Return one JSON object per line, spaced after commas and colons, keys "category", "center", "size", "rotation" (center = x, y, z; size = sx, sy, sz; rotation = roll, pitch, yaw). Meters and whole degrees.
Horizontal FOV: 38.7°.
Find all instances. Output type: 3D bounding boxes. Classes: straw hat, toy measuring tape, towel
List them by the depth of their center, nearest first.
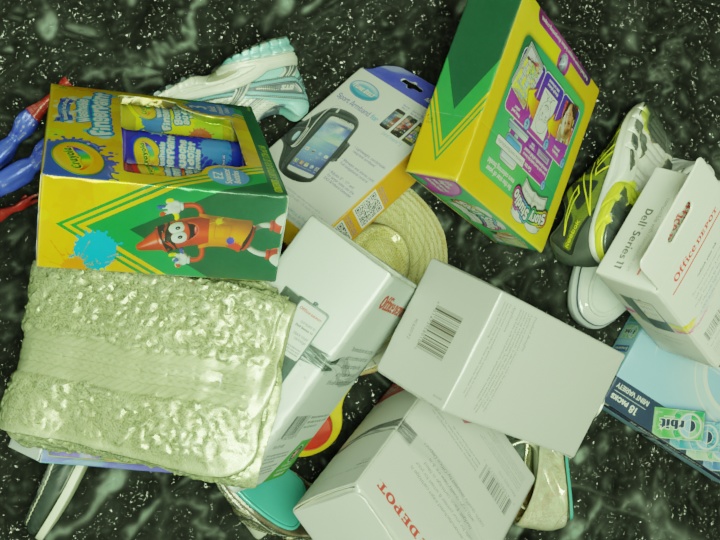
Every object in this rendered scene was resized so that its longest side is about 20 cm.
{"category": "towel", "center": [-0.152, 0.067, 0.728], "size": [0.200, 0.036, 0.149], "rotation": [9, 84, 8]}
{"category": "toy measuring tape", "center": [-0.017, 0.119, 0.926], "size": [0.200, 0.074, 0.074], "rotation": [-19, 93, -13]}
{"category": "straw hat", "center": [0.000, 0.000, 0.927], "size": [0.201, 0.085, 0.201], "rotation": [0, 89, -14]}

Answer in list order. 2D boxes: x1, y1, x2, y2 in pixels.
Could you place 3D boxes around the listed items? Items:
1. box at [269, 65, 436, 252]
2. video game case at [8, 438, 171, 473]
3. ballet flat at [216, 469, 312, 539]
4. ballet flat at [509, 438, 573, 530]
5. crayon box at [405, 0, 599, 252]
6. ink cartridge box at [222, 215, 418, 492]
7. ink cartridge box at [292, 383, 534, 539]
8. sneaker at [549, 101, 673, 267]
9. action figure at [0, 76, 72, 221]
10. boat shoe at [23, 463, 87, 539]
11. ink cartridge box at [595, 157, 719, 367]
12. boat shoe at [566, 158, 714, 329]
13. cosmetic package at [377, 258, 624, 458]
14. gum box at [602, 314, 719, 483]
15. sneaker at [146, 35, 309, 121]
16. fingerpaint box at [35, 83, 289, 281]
{"category": "box", "center": [-0.012, -0.099, 0.915], "size": [0.200, 0.041, 0.119], "rotation": [-42, 54, -12]}
{"category": "video game case", "center": [-0.173, 0.072, 0.846], "size": [0.200, 0.045, 0.181], "rotation": [21, 81, -53]}
{"category": "ballet flat", "center": [-0.053, 0.223, 0.918], "size": [0.200, 0.075, 0.068], "rotation": [25, 42, -13]}
{"category": "ballet flat", "center": [0.166, 0.151, 0.977], "size": [0.062, 0.067, 0.200], "rotation": [-3, 89, -4]}
{"category": "crayon box", "center": [0.133, -0.128, 0.917], "size": [0.200, 0.058, 0.173], "rotation": [30, 80, -55]}
{"category": "ink cartridge box", "center": [-0.049, 0.065, 0.807], "size": [0.083, 0.147, 0.200], "rotation": [38, 91, 13]}
{"category": "ink cartridge box", "center": [0.051, 0.192, 0.883], "size": [0.147, 0.083, 0.200], "rotation": [56, 38, -7]}
{"category": "sneaker", "center": [0.237, -0.085, 0.987], "size": [0.074, 0.085, 0.200], "rotation": [48, 53, -28]}
{"category": "action figure", "center": [-0.310, -0.079, 0.870], "size": [0.200, 0.052, 0.065], "rotation": [-39, 87, -5]}
{"category": "boat shoe", "center": [-0.249, 0.125, 0.869], "size": [0.066, 0.075, 0.199], "rotation": [25, 83, -10]}
{"category": "ink cartridge box", "center": [0.285, -0.010, 0.915], "size": [0.200, 0.067, 0.117], "rotation": [41, 77, -43]}
{"category": "boat shoe", "center": [0.273, -0.032, 1.004], "size": [0.074, 0.067, 0.200], "rotation": [33, 81, -11]}
{"category": "cosmetic package", "center": [0.123, 0.078, 0.859], "size": [0.200, 0.085, 0.108], "rotation": [27, 91, -45]}
{"category": "gum box", "center": [0.347, 0.087, 1.031], "size": [0.170, 0.045, 0.200], "rotation": [32, 81, -10]}
{"category": "sneaker", "center": [-0.133, -0.131, 0.903], "size": [0.200, 0.078, 0.086], "rotation": [-29, 99, -13]}
{"category": "fingerpaint box", "center": [-0.155, -0.072, 0.775], "size": [0.167, 0.200, 0.073], "rotation": [4, 116, -16]}
